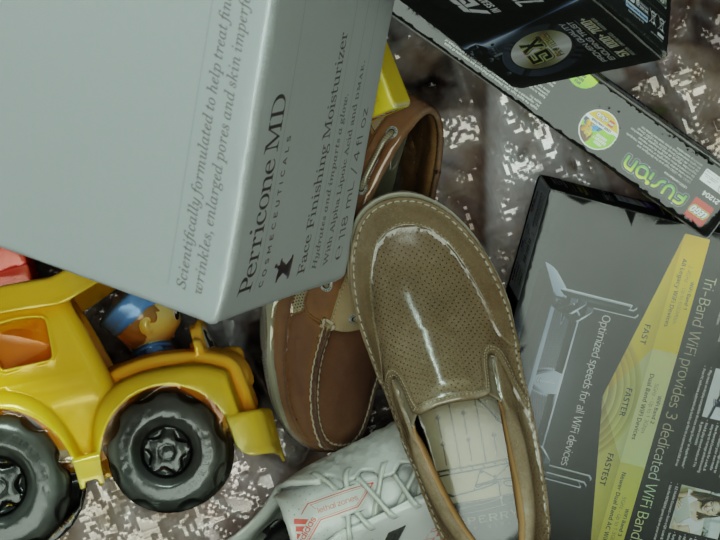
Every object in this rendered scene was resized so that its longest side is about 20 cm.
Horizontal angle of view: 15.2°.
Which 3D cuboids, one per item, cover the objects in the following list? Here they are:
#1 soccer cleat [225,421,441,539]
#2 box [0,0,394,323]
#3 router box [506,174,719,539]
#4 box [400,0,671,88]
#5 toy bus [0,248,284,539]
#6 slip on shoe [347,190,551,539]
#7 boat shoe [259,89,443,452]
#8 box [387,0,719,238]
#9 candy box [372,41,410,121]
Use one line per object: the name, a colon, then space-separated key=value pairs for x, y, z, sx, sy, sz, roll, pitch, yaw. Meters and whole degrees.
soccer cleat: x=0.002 y=0.120 z=1.386 sx=0.200 sy=0.085 sz=0.069 roll=-34 pitch=64 yaw=25
box: x=-0.102 y=-0.104 z=1.296 sx=0.200 sy=0.131 sz=0.199 roll=19 pitch=110 yaw=25
router box: x=0.145 y=0.065 z=1.425 sx=0.157 sy=0.052 sz=0.200 roll=15 pitch=100 yaw=-5
box: x=0.060 y=-0.201 z=1.227 sx=0.086 sy=0.200 sz=0.164 roll=-9 pitch=64 yaw=36
toy bus: x=-0.154 y=0.043 z=1.383 sx=0.199 sy=0.136 sz=0.193 roll=-13 pitch=85 yaw=-2
slip on shoe: x=0.044 y=0.057 z=1.323 sx=0.076 sy=0.061 sz=0.201 roll=-14 pitch=89 yaw=4
boat shoe: x=0.000 y=0.000 z=1.385 sx=0.072 sy=0.076 sz=0.201 roll=15 pitch=104 yaw=40
box: x=0.098 y=-0.095 z=1.366 sx=0.200 sy=0.110 sz=0.035 roll=35 pitch=98 yaw=-7
candy box: x=-0.056 y=-0.157 z=1.355 sx=0.102 sy=0.026 sz=0.200 roll=-22 pitch=89 yaw=21
